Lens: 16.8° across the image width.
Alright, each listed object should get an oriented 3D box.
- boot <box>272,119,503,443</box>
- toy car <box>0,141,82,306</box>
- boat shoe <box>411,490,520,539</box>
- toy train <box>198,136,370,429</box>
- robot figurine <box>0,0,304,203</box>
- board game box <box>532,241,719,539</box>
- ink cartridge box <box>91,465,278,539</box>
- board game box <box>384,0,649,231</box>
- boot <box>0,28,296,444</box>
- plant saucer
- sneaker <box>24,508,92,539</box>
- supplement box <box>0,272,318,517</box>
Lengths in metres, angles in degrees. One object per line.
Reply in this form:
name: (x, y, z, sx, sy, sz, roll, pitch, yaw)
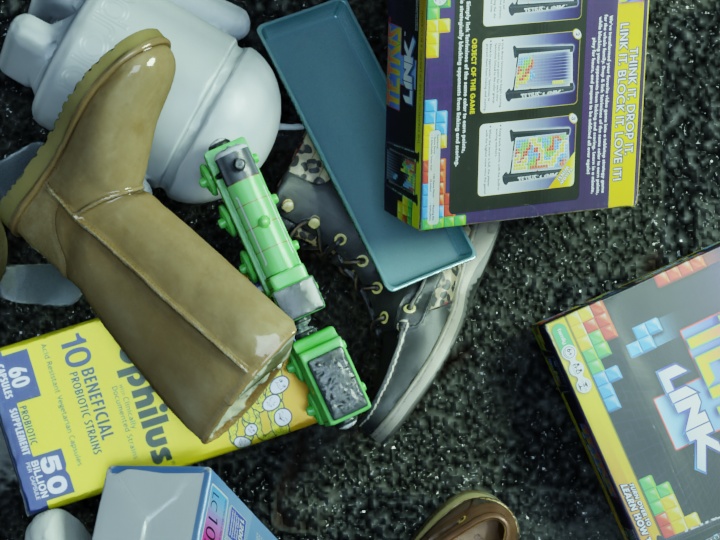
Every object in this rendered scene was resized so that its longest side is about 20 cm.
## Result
boot: (0.000, 0.000, 1.615, 0.150, 0.073, 0.200, 27, 72, -6)
toy car: (-0.280, -0.009, 1.571, 0.199, 0.158, 0.165, -12, 99, -18)
boat shoe: (0.032, 0.231, 1.623, 0.072, 0.068, 0.200, 40, 85, -3)
toy train: (-0.047, 0.007, 1.522, 0.042, 0.056, 0.201, -25, 90, -9)
robot figurine: (-0.136, -0.118, 1.598, 0.200, 0.113, 0.170, 29, 67, -4)
board game box: (0.233, 0.095, 1.648, 0.165, 0.057, 0.201, -25, 90, -5)
ink cartridge box: (-0.105, 0.221, 1.552, 0.076, 0.200, 0.137, 2, 66, 18)
board game box: (0.100, -0.135, 1.557, 0.165, 0.057, 0.201, -7, 109, -26)
boot: (-0.110, -0.023, 1.497, 0.200, 0.066, 0.175, 44, 118, 14)
plant saucer: (0.002, -0.082, 1.599, 0.070, 0.019, 0.200, -21, 78, -24)
sneaker: (-0.194, 0.242, 1.565, 0.088, 0.075, 0.200, -13, 124, 7)
supplement box: (-0.137, 0.077, 1.592, 0.199, 0.110, 0.109, -18, 90, -7)
